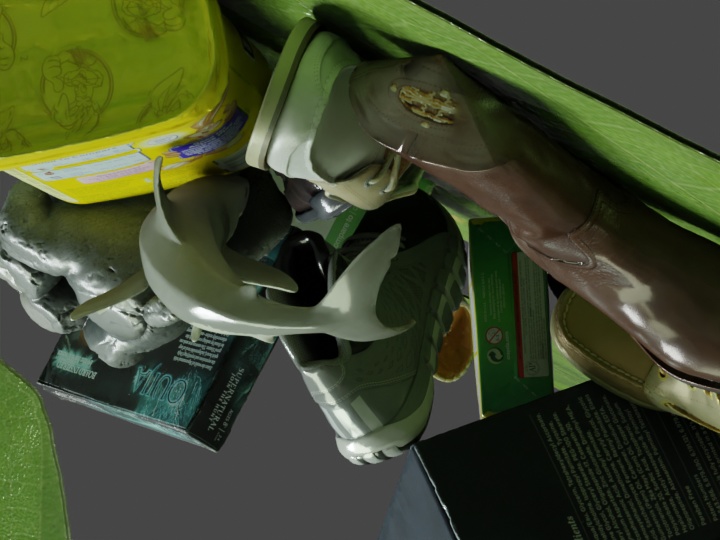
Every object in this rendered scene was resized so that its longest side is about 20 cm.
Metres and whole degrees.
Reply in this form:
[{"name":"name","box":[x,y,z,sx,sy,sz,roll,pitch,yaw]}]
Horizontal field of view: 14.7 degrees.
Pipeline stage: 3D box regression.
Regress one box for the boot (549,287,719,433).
[{"name":"boot","box":[0.186,0.046,1.446,0.199,0.073,0.155,25,177,13]}]

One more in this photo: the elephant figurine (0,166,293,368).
[{"name":"elephant figurine","box":[-0.108,-0.055,1.572,0.155,0.200,0.142,33,155,11]}]

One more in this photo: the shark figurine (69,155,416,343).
[{"name":"shark figurine","box":[-0.072,-0.014,1.367,0.214,0.128,0.090,32,139,56]}]

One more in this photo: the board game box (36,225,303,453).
[{"name":"board game box","box":[-0.110,0.028,1.656,0.028,0.136,0.200,33,169,-31]}]

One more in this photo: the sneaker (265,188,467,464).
[{"name":"sneaker","box":[0.000,0.000,1.551,0.075,0.201,0.116,-20,129,24]}]

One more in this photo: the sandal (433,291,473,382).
[{"name":"sandal","box":[0.041,0.042,1.774,0.070,0.078,0.212,52,174,1]}]

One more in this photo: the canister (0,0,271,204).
[{"name":"canister","box":[-0.126,-0.090,1.400,0.148,0.087,0.200,-12,173,7]}]

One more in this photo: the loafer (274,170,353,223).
[{"name":"loafer","box":[-0.016,-0.068,1.518,0.063,0.072,0.200,56,178,-4]}]

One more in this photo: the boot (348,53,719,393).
[{"name":"boot","box":[0.100,-0.023,1.239,0.186,0.064,0.200,26,172,36]}]

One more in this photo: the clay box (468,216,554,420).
[{"name":"clay box","box":[0.090,0.034,1.675,0.047,0.116,0.200,-4,176,3]}]

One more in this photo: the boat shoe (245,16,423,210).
[{"name":"boat shoe","box":[-0.005,-0.070,1.304,0.068,0.075,0.200,23,-175,7]}]

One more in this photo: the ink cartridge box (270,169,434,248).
[{"name":"ink cartridge box","box":[-0.062,-0.059,1.752,0.199,0.088,0.145,26,176,-1]}]

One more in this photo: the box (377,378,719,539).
[{"name":"box","box":[0.125,0.154,1.592,0.200,0.196,0.124,106,141,-63]}]

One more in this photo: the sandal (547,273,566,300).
[{"name":"sandal","box":[0.196,0.052,1.665,0.200,0.045,0.075,35,172,25]}]
